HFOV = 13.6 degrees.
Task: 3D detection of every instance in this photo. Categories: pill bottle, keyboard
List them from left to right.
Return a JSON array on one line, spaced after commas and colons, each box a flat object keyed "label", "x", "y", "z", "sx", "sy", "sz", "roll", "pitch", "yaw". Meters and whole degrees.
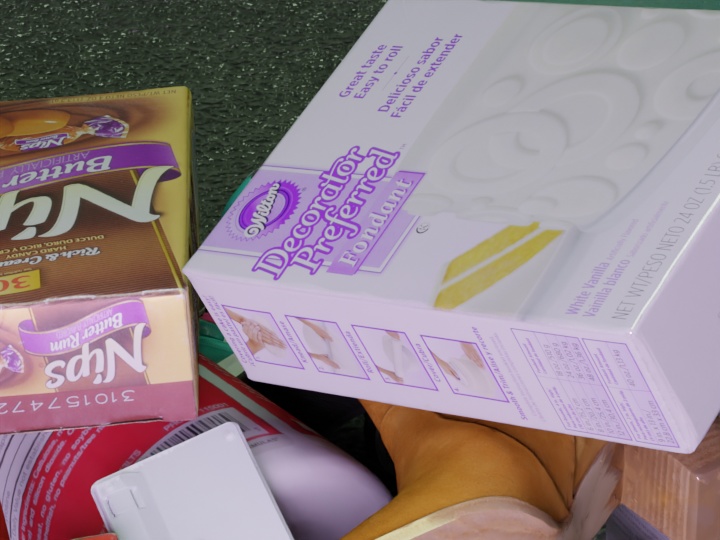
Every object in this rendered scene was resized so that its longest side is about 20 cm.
[{"label": "pill bottle", "x": -0.081, "y": 0.084, "z": 1.131, "sx": 0.112, "sy": 0.113, "sz": 0.200, "roll": -18, "pitch": 31, "yaw": -31}, {"label": "keyboard", "x": -0.031, "y": 0.132, "z": 0.979, "sx": 0.056, "sy": 0.011, "sz": 0.200, "roll": -20, "pitch": 51, "yaw": -10}]

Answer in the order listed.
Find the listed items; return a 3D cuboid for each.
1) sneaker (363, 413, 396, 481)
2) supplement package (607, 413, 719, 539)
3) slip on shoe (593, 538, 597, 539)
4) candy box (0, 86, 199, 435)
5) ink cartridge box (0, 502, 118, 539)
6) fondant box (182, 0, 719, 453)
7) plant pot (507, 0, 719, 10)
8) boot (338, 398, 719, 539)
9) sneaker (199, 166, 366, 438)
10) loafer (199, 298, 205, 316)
[{"label": "sneaker", "x": 0.094, "y": 0.038, "z": 1.263, "sx": 0.199, "sy": 0.076, "sz": 0.079, "roll": -5, "pitch": 24, "yaw": -10}, {"label": "supplement package", "x": 0.167, "y": 0.030, "z": 1.118, "sx": 0.113, "sy": 0.201, "sz": 0.110, "roll": -13, "pitch": 29, "yaw": -24}, {"label": "slip on shoe", "x": 0.095, "y": 0.151, "z": 1.032, "sx": 0.074, "sy": 0.061, "sz": 0.200, "roll": -7, "pitch": 33, "yaw": -37}, {"label": "candy box", "x": -0.119, "y": -0.007, "z": 1.130, "sx": 0.116, "sy": 0.057, "sz": 0.200, "roll": -5, "pitch": 26, "yaw": -1}, {"label": "ink cartridge box", "x": -0.091, "y": 0.152, "z": 0.992, "sx": 0.050, "sy": 0.109, "sz": 0.200, "roll": -10, "pitch": 27, "yaw": -2}, {"label": "fondant box", "x": 0.057, "y": -0.022, "z": 1.015, "sx": 0.199, "sy": 0.058, "sz": 0.144, "roll": 6, "pitch": 50, "yaw": 43}, {"label": "plant pot", "x": 0.130, "y": -0.142, "z": 1.170, "sx": 0.199, "sy": 0.142, "sz": 0.141, "roll": -25, "pitch": -9, "yaw": 1}, {"label": "boot", "x": 0.027, "y": 0.066, "z": 1.037, "sx": 0.200, "sy": 0.071, "sz": 0.144, "roll": -17, "pitch": 36, "yaw": -32}, {"label": "sneaker", "x": 0.000, "y": 0.000, "z": 1.209, "sx": 0.200, "sy": 0.083, "sz": 0.121, "roll": -28, "pitch": 42, "yaw": 43}, {"label": "loafer", "x": -0.135, "y": 0.026, "z": 1.295, "sx": 0.199, "sy": 0.072, "sz": 0.073, "roll": -22, "pitch": 33, "yaw": -36}]
